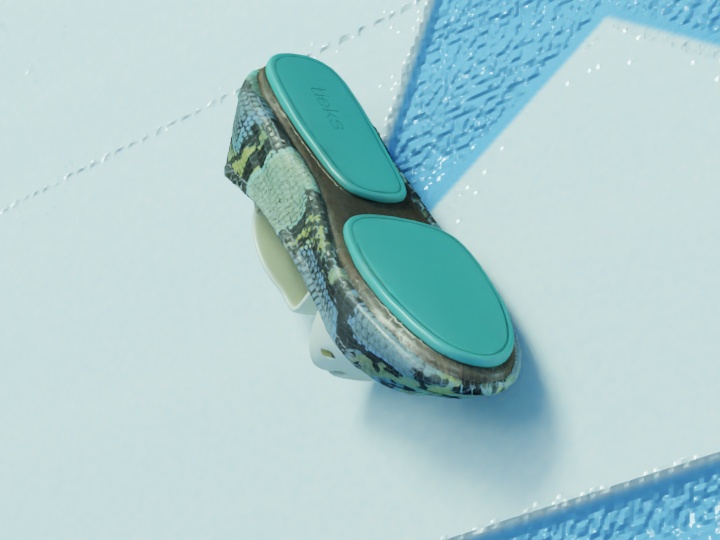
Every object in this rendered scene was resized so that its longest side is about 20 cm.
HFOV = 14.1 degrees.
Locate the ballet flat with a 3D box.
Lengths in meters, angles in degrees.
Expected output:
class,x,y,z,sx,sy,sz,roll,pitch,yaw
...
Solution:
class,x,y,z,sx,sy,sz,roll,pitch,yaw
ballet flat,0.000,0.000,1.069,0.074,0.074,0.200,-42,40,12
